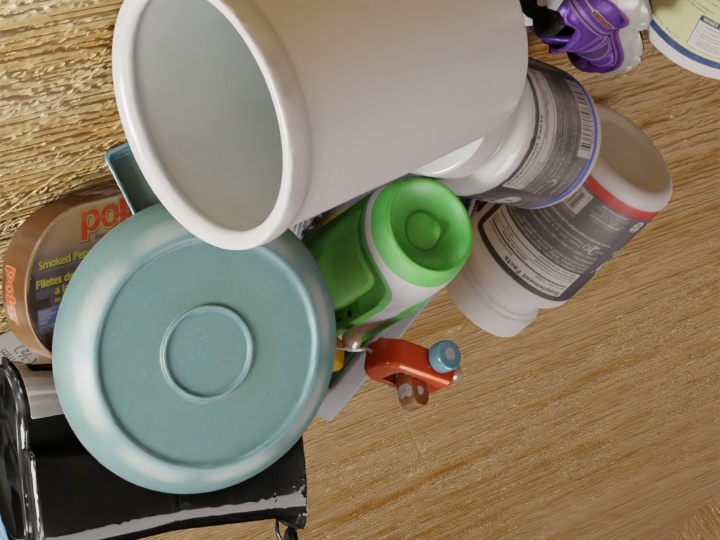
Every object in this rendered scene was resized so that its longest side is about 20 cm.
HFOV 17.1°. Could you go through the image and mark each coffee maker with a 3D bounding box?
[{"bbox_3d":[-0.144,0.143,1.654,0.199,0.193,0.135,-9,163,-19],"label":"coffee maker"}]

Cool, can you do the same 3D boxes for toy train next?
[{"bbox_3d":[-0.027,0.087,1.774,0.150,0.056,0.199,23,152,-35],"label":"toy train"}]

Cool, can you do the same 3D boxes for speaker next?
[{"bbox_3d":[0.000,0.000,1.753,0.088,0.089,0.200,-22,174,-35],"label":"speaker"}]

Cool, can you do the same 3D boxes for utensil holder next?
[{"bbox_3d":[-0.021,-0.123,1.450,0.199,0.170,0.170,-23,159,-35],"label":"utensil holder"}]

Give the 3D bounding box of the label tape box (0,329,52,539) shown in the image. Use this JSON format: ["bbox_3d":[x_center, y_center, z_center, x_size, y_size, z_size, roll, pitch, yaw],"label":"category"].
[{"bbox_3d":[-0.248,0.123,1.735,0.199,0.066,0.144,-29,131,-22],"label":"label tape box"}]

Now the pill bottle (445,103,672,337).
[{"bbox_3d":[0.166,-0.041,2.074,0.116,0.116,0.200,-10,150,-53],"label":"pill bottle"}]

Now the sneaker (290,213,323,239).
[{"bbox_3d":[-0.057,-0.040,1.721,0.085,0.077,0.201,-34,155,-36],"label":"sneaker"}]

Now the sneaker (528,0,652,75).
[{"bbox_3d":[0.160,-0.189,1.759,0.083,0.081,0.200,-17,170,0],"label":"sneaker"}]

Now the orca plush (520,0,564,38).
[{"bbox_3d":[0.113,-0.215,1.608,0.071,0.106,0.200,13,178,-12],"label":"orca plush"}]

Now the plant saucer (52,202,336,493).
[{"bbox_3d":[-0.104,0.052,1.587,0.199,0.201,0.027,-30,-161,-15],"label":"plant saucer"}]

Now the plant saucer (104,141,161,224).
[{"bbox_3d":[-0.074,-0.090,1.613,0.199,0.070,0.019,-29,-174,-19],"label":"plant saucer"}]

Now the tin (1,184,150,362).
[{"bbox_3d":[-0.157,-0.004,1.622,0.199,0.042,0.113,-17,114,-43],"label":"tin"}]

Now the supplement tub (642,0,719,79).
[{"bbox_3d":[0.284,-0.245,1.722,0.144,0.145,0.200,-27,161,-23],"label":"supplement tub"}]

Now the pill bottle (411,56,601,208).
[{"bbox_3d":[0.092,-0.108,1.773,0.114,0.114,0.200,-41,160,19],"label":"pill bottle"}]

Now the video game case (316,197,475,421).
[{"bbox_3d":[0.035,0.002,1.927,0.200,0.022,0.182,-53,-169,40],"label":"video game case"}]

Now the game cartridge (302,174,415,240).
[{"bbox_3d":[-0.028,-0.037,1.870,0.199,0.041,0.133,-28,164,-21],"label":"game cartridge"}]
